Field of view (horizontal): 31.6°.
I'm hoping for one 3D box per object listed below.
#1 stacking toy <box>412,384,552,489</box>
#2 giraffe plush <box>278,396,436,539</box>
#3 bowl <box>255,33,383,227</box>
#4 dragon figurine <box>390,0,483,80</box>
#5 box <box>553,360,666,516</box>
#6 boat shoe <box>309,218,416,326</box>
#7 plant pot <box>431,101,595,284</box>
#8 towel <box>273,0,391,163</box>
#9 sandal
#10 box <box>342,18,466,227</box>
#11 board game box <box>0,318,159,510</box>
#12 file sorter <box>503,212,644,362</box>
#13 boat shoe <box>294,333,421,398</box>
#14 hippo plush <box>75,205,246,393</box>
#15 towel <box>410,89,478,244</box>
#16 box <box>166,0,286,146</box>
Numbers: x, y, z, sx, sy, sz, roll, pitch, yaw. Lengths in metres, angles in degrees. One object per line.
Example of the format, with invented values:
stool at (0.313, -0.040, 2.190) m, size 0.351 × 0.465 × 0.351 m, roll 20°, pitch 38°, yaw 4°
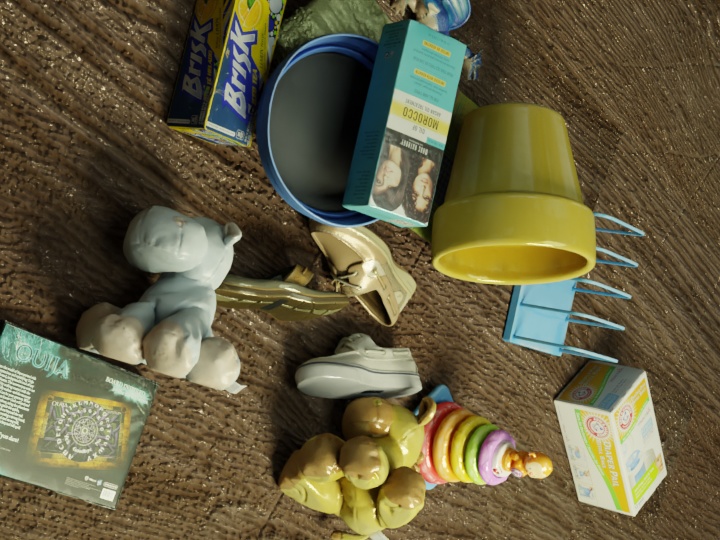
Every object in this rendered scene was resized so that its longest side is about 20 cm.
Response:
stacking toy at (0.157, 0.231, 1.605) m, size 0.110 × 0.199 × 0.117 m, roll -46°, pitch 128°, yaw -33°
giraffe plush at (0.021, 0.218, 1.502) m, size 0.200 × 0.172 × 0.163 m, roll 56°, pitch 42°, yaw -36°
bowl at (-0.022, -0.146, 1.335) m, size 0.200 × 0.039 × 0.202 m, roll -1°, pitch 91°, yaw -35°
dragon figurine at (0.093, -0.316, 1.543) m, size 0.099 × 0.059 × 0.201 m, roll -37°, pitch 123°, yaw -38°
box at (0.381, 0.253, 1.931) m, size 0.112 × 0.101 × 0.201 m, roll -39°, pitch 124°, yaw -37°
boat shoe at (0.000, 0.000, 1.487) m, size 0.200 × 0.071 × 0.065 m, roll 43°, pitch 65°, yaw -44°
plant pot at (0.188, -0.096, 1.573) m, size 0.200 × 0.200 × 0.190 m, roll 19°, pitch 67°, yaw -48°
towel at (-0.007, -0.212, 1.390) m, size 0.148 × 0.036 × 0.200 m, roll -47°, pitch 116°, yaw -26°
sandal at (-0.088, 0.018, 1.403) m, size 0.199 × 0.080 × 0.054 m, roll 13°, pitch 66°, yaw -44°
box at (0.047, -0.152, 1.329) m, size 0.082 × 0.049 × 0.201 m, roll 17°, pitch 81°, yaw -34°
board game box at (-0.292, 0.140, 1.220) m, size 0.200 × 0.028 × 0.136 m, roll 31°, pitch 74°, yaw -46°
file sorter at (0.307, 0.020, 1.794) m, size 0.138 × 0.122 × 0.201 m, roll 17°, pitch 84°, yaw -48°
boat shoe at (-0.004, 0.111, 1.517) m, size 0.199 × 0.071 × 0.070 m, roll 7°, pitch 64°, yaw -44°
hippo plush at (-0.164, 0.024, 1.244) m, size 0.199 × 0.159 × 0.162 m, roll 23°, pitch 80°, yaw -47°
towel at (0.105, -0.136, 1.617) m, size 0.143 × 0.023 × 0.201 m, roll 34°, pitch 72°, yaw -46°
box at (-0.133, -0.232, 1.304) m, size 0.070 × 0.064 × 0.201 m, roll 18°, pitch 82°, yaw -47°
